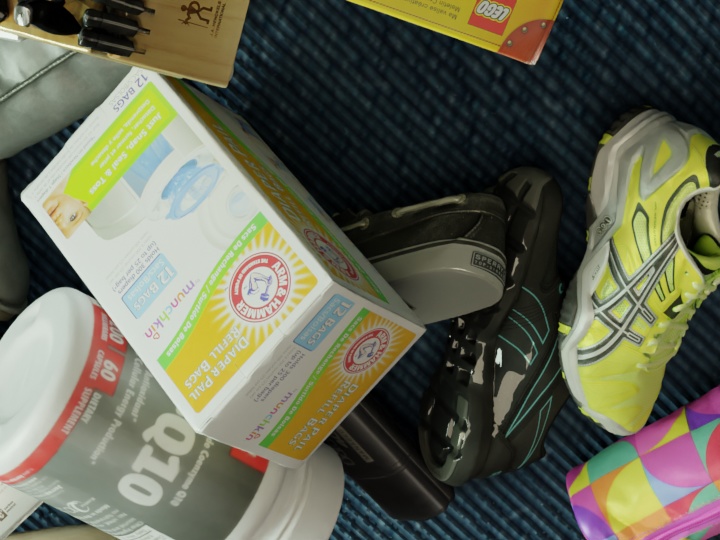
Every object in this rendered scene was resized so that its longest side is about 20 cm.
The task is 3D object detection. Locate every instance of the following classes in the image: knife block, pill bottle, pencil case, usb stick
[{"bbox_3d":[-0.150,-0.143,0.982,0.175,0.200,0.064,14,94,-26],"label":"knife block"},{"bbox_3d":[-0.113,0.102,1.152,0.200,0.114,0.114,30,114,-27],"label":"pill bottle"},{"bbox_3d":[0.220,0.116,1.209,0.200,0.088,0.088,-34,107,17],"label":"pencil case"},{"bbox_3d":[-0.012,0.087,1.210,0.055,0.033,0.200,-9,136,39],"label":"usb stick"}]

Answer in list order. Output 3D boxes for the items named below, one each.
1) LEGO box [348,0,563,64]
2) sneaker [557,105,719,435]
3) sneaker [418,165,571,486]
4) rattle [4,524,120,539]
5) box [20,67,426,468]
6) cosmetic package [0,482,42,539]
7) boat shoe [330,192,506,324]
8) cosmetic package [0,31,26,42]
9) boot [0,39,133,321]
[{"bbox_3d":[-0.009,-0.186,1.016,0.199,0.149,0.077,16,105,-26],"label":"LEGO box"},{"bbox_3d":[0.167,0.010,1.156,0.076,0.075,0.201,24,123,36],"label":"sneaker"},{"bbox_3d":[0.092,0.033,1.200,0.079,0.075,0.201,3,113,-26],"label":"sneaker"},{"bbox_3d":[-0.158,0.216,1.247,0.199,0.143,0.130,-5,148,-7],"label":"rattle"},{"bbox_3d":[-0.076,-0.004,1.100,0.113,0.200,0.101,-47,147,10],"label":"box"},{"bbox_3d":[-0.269,0.064,1.202,0.085,0.108,0.200,-43,107,-5],"label":"cosmetic package"},{"bbox_3d":[0.000,0.000,1.184,0.199,0.064,0.071,-11,147,31],"label":"boat shoe"},{"bbox_3d":[-0.238,-0.189,1.070,0.199,0.107,0.091,11,115,17],"label":"cosmetic package"},{"bbox_3d":[-0.180,-0.086,1.165,0.200,0.073,0.182,-29,108,10],"label":"boot"}]
